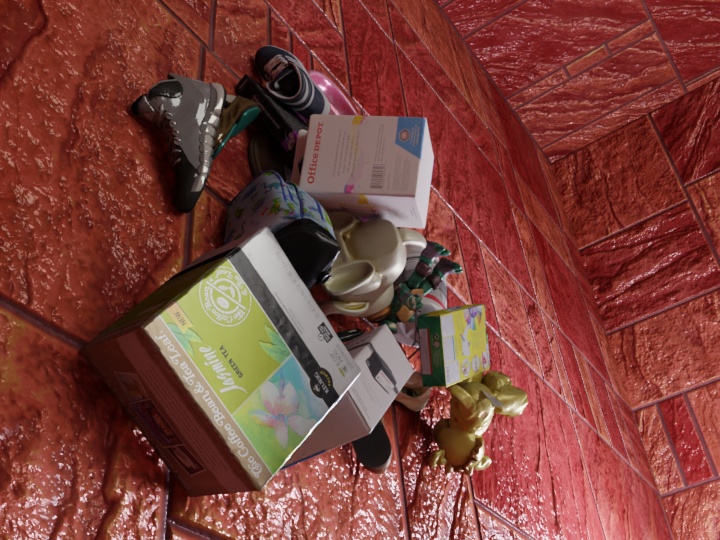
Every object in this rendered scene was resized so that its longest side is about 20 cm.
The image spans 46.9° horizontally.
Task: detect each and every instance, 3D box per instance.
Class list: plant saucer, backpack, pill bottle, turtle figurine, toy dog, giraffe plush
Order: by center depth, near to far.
[{"bbox_3d":[-0.112,-0.047,1.135,0.154,0.163,0.200,40,21,-12],"label":"backpack"},{"bbox_3d":[0.000,0.000,1.296,0.140,0.194,0.200,59,-14,26],"label":"toy dog"},{"bbox_3d":[0.088,0.055,1.384,0.101,0.200,0.150,29,-9,21],"label":"turtle figurine"},{"bbox_3d":[-0.114,-0.149,1.393,0.200,0.029,0.200,46,29,-35],"label":"plant saucer"},{"bbox_3d":[0.186,0.264,1.432,0.172,0.162,0.200,17,13,-2],"label":"giraffe plush"},{"bbox_3d":[0.106,0.038,1.551,0.111,0.111,0.200,50,26,-28],"label":"pill bottle"},{"bbox_3d":[-0.059,-0.295,1.624,0.201,0.051,0.201,45,27,-30],"label":"plant saucer"}]

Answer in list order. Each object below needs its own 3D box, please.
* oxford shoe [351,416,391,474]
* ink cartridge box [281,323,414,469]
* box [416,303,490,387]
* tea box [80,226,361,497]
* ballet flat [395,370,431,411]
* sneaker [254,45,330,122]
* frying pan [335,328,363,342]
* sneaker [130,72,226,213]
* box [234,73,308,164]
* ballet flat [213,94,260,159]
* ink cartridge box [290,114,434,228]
[{"bbox_3d":[0.000,0.207,1.230,0.071,0.071,0.200,79,-2,-59],"label":"oxford shoe"},{"bbox_3d":[-0.033,0.160,1.082,0.084,0.145,0.200,61,23,-4],"label":"ink cartridge box"},{"bbox_3d":[0.161,0.118,1.371,0.200,0.048,0.118,-5,91,-57],"label":"box"},{"bbox_3d":[-0.139,0.096,0.873,0.200,0.134,0.197,57,47,-14],"label":"tea box"},{"bbox_3d":[0.082,0.192,1.392,0.200,0.069,0.070,26,43,-55],"label":"ballet flat"},{"bbox_3d":[-0.137,-0.340,1.430,0.200,0.070,0.108,49,11,26],"label":"sneaker"},{"bbox_3d":[-0.090,0.101,1.085,0.190,0.115,0.031,-27,132,-58],"label":"frying pan"},{"bbox_3d":[-0.253,-0.176,1.101,0.115,0.075,0.200,18,61,-22],"label":"sneaker"},{"bbox_3d":[-0.115,-0.235,1.394,0.143,0.036,0.200,26,23,-55],"label":"box"},{"bbox_3d":[-0.211,-0.228,1.246,0.072,0.068,0.200,39,32,-8],"label":"ballet flat"},{"bbox_3d":[0.000,-0.149,1.253,0.125,0.200,0.129,60,37,-68],"label":"ink cartridge box"}]
